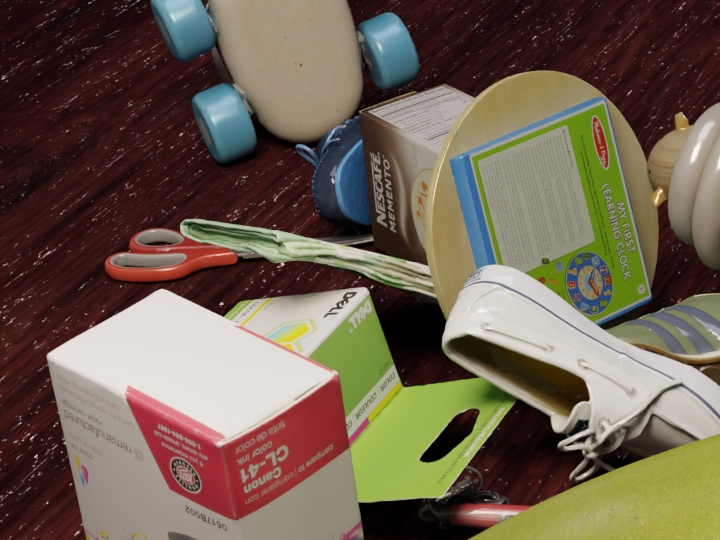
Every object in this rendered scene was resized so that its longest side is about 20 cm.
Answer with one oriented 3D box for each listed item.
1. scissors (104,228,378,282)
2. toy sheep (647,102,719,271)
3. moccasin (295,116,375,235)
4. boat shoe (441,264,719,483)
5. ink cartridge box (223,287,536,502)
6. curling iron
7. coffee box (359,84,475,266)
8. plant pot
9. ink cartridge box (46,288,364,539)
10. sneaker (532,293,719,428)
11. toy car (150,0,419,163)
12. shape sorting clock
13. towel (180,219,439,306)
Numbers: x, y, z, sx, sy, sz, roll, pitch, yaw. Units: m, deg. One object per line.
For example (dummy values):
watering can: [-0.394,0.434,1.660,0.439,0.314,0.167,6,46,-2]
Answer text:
scissors: [-0.089,-0.010,1.612,0.199,0.014,0.073,2,26,14]
toy sheep: [0.271,-0.045,1.388,0.199,0.138,0.138,17,35,31]
moccasin: [-0.004,-0.074,1.665,0.068,0.081,0.200,-1,13,20]
boat shoe: [0.135,0.080,1.269,0.202,0.075,0.086,34,49,-1]
ink cartridge box: [-0.016,0.074,1.315,0.199,0.076,0.148,-7,23,33]
curling iron: [0.131,0.139,1.261,0.199,0.026,0.050,3,31,17]
coffee box: [0.089,-0.044,1.527,0.079,0.115,0.200,-21,29,-27]
plant pot: [0.129,0.177,1.057,0.199,0.188,0.187,-12,24,24]
ink cartridge box: [-0.074,0.130,1.134,0.085,0.201,0.147,-29,35,-36]
sneaker: [0.199,0.056,1.373,0.199,0.067,0.090,-8,19,-2]
toy car: [-0.080,-0.204,1.832,0.184,0.178,0.200,-25,18,-11]
shape sorting clock: [0.117,-0.026,1.392,0.199,0.201,0.039,-25,15,-32]
towel: [0.000,0.000,1.427,0.199,0.024,0.152,13,-1,-28]
